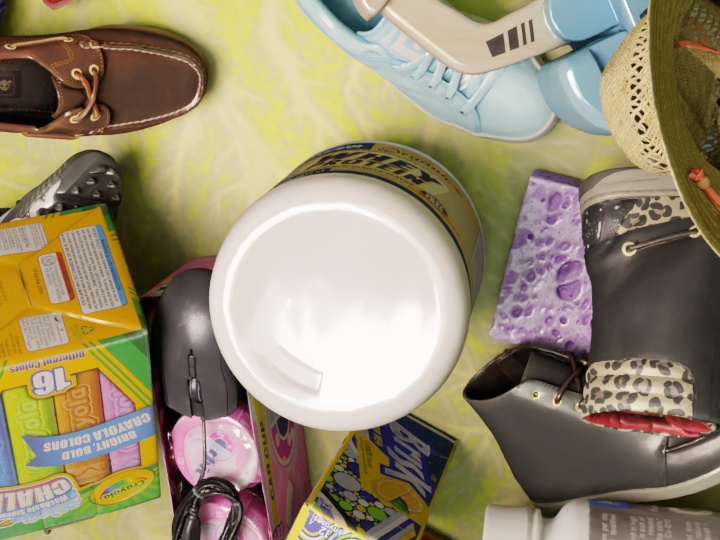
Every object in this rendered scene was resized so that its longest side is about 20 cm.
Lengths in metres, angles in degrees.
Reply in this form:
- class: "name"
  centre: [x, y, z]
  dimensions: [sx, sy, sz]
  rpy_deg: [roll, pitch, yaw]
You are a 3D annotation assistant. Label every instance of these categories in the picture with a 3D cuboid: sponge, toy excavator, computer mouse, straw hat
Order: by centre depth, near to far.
- class: "straw hat"
  centre: [0.172, -0.096, 0.755]
  dimensions: [0.085, 0.201, 0.202]
  rpy_deg: [-4, 105, 48]
- class: "toy excavator"
  centre: [0.117, -0.134, 0.836]
  dimensions: [0.199, 0.100, 0.195]
  rpy_deg: [-26, 97, -5]
- class: "computer mouse"
  centre: [-0.099, 0.097, 0.877]
  dimensions: [0.058, 0.034, 0.201]
  rpy_deg: [2, 104, 9]
- class: "sponge"
  centre: [0.191, 0.016, 0.924]
  dimensions: [0.199, 0.030, 0.112]
  rpy_deg: [16, 106, 7]

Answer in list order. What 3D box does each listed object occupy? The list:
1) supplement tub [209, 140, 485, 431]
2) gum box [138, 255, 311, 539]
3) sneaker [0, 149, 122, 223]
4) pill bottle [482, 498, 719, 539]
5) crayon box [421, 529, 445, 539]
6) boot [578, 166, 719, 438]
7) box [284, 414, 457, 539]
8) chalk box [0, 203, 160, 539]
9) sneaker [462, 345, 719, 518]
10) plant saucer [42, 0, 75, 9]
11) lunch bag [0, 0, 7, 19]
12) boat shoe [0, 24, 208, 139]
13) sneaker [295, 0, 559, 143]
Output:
- class: "supplement tub"
  centre: [0.000, 0.000, 0.867]
  dimensions: [0.144, 0.200, 0.145]
  rpy_deg: [2, 103, 8]
- class: "gum box"
  centre: [-0.084, 0.098, 0.952]
  dimensions: [0.066, 0.114, 0.201]
  rpy_deg: [-5, 102, 12]
- class: "sneaker"
  centre: [-0.233, -0.015, 0.968]
  dimensions: [0.200, 0.066, 0.091]
  rpy_deg: [-52, 56, 22]
- class: "pill bottle"
  centre: [0.171, 0.197, 0.872]
  dimensions: [0.199, 0.114, 0.114]
  rpy_deg: [5, 104, 7]
- class: "crayon box"
  centre: [0.018, 0.228, 0.916]
  dimensions: [0.127, 0.200, 0.051]
  rpy_deg: [29, 112, 3]
- class: "boot"
  centre: [0.224, 0.021, 0.839]
  dimensions: [0.203, 0.074, 0.154]
  rpy_deg: [3, 69, 10]
- class: "box"
  centre: [0.005, 0.148, 0.902]
  dimensions: [0.070, 0.200, 0.064]
  rpy_deg: [29, 108, 4]
- class: "chalk box"
  centre: [-0.198, 0.080, 0.914]
  dimensions: [0.123, 0.125, 0.200]
  rpy_deg: [-13, 136, -16]
- class: "sneaker"
  centre: [0.161, 0.082, 0.891]
  dimensions: [0.200, 0.075, 0.106]
  rpy_deg: [-26, 115, 32]
- class: "plant saucer"
  centre: [-0.153, -0.284, 0.887]
  dimensions: [0.199, 0.037, 0.200]
  rpy_deg: [-14, 101, 36]
- class: "lunch bag"
  centre: [-0.347, -0.159, 0.944]
  dimensions: [0.199, 0.127, 0.171]
  rpy_deg: [24, 104, -10]
- class: "boat shoe"
  centre: [-0.192, -0.114, 0.913]
  dimensions: [0.199, 0.070, 0.071]
  rpy_deg: [-4, 113, -13]
- class: "sneaker"
  centre: [0.033, -0.137, 0.891]
  dimensions: [0.200, 0.082, 0.074]
  rpy_deg: [31, 108, 2]
